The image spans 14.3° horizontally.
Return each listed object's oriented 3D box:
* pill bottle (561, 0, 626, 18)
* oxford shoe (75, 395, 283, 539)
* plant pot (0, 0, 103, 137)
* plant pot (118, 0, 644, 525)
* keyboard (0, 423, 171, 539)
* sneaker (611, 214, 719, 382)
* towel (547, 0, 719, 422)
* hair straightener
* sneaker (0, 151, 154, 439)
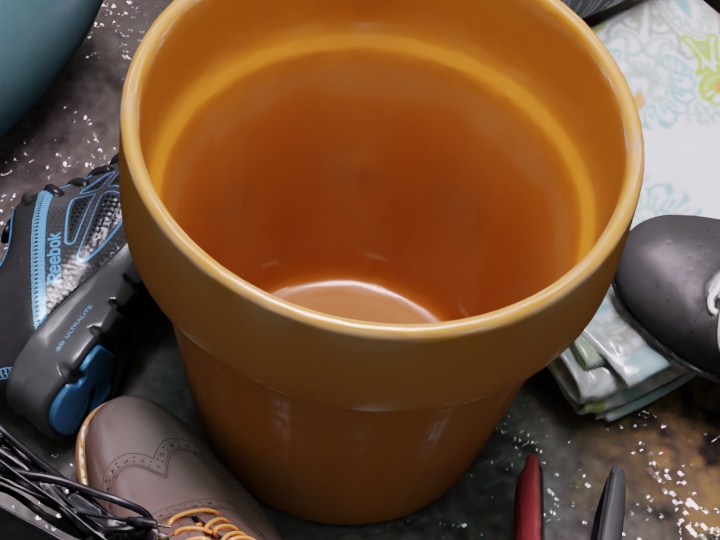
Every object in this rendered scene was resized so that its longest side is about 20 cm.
[{"bbox_3d":[0.042,-0.151,1.291,0.199,0.116,0.116,-25,58,-33],"label":"pill bottle"},{"bbox_3d":[-0.053,0.116,1.127,0.071,0.073,0.200,-22,57,-22],"label":"oxford shoe"},{"bbox_3d":[-0.200,-0.142,1.243,0.200,0.201,0.161,31,43,17],"label":"plant pot"},{"bbox_3d":[0.000,0.000,1.155,0.199,0.184,0.201,4,52,-5],"label":"plant pot"},{"bbox_3d":[-0.110,0.127,1.078,0.199,0.040,0.105,27,92,13],"label":"keyboard"},{"bbox_3d":[0.192,0.017,1.169,0.199,0.089,0.074,26,68,21],"label":"sneaker"},{"bbox_3d":[0.128,-0.036,1.288,0.199,0.048,0.171,-28,60,-26],"label":"towel"},{"bbox_3d":[0.098,0.163,1.129,0.076,0.041,0.201,5,51,-3],"label":"hair straightener"},{"bbox_3d":[-0.106,-0.022,1.230,0.082,0.073,0.200,27,52,16],"label":"sneaker"}]
